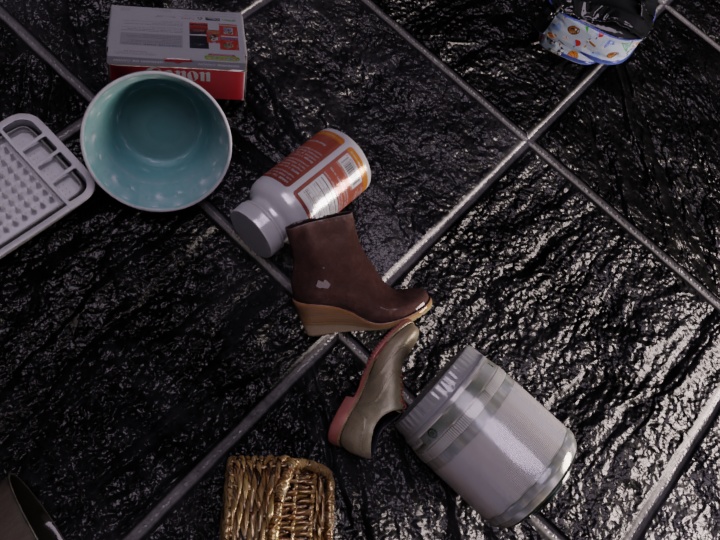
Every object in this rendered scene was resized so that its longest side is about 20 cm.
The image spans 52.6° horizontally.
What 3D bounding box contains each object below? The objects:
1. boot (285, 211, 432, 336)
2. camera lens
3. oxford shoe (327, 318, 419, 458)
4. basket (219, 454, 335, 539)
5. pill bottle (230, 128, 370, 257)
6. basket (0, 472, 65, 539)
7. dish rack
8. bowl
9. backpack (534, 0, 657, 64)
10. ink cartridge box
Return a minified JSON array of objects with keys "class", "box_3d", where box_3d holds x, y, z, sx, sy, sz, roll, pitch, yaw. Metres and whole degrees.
[{"class":"boot","box_3d":[0.000,0.000,1.020,0.200,0.072,0.167,-10,107,-10]},{"class":"camera lens","box_3d":[0.166,0.219,0.954,0.200,0.160,0.160,42,64,7]},{"class":"oxford shoe","box_3d":[0.037,0.161,0.986,0.075,0.070,0.200,24,75,25]},{"class":"basket","box_3d":[-0.093,0.322,0.858,0.149,0.143,0.200,7,66,-9]},{"class":"pill bottle","box_3d":[-0.088,-0.111,1.066,0.112,0.112,0.200,44,65,8]},{"class":"basket","box_3d":[-0.420,0.353,0.779,0.200,0.136,0.180,-35,74,-20]},{"class":"dish rack","box_3d":[-0.491,-0.109,1.011,0.172,0.044,0.200,45,65,8]},{"class":"bowl","box_3d":[-0.284,-0.195,1.031,0.200,0.201,0.105,1,29,-13]},{"class":"backpack","box_3d":[0.428,-0.463,1.320,0.190,0.154,0.200,26,71,6]},{"class":"ink cartridge box","box_3d":[-0.275,-0.317,1.099,0.200,0.084,0.176,-1,45,-13]}]
